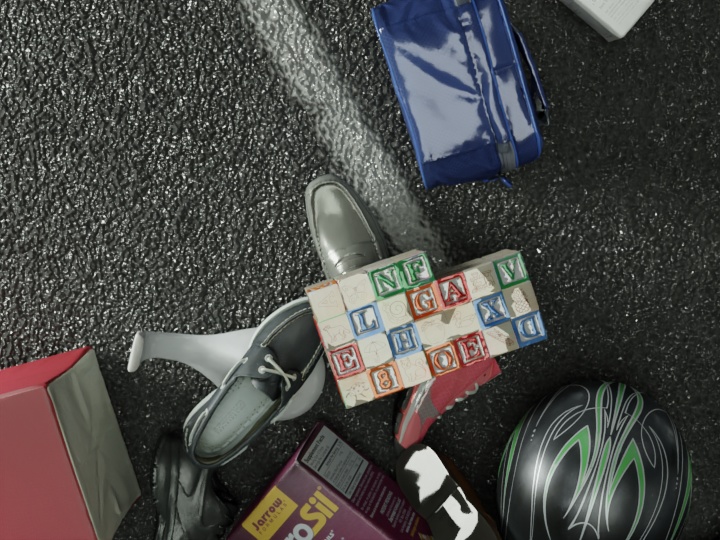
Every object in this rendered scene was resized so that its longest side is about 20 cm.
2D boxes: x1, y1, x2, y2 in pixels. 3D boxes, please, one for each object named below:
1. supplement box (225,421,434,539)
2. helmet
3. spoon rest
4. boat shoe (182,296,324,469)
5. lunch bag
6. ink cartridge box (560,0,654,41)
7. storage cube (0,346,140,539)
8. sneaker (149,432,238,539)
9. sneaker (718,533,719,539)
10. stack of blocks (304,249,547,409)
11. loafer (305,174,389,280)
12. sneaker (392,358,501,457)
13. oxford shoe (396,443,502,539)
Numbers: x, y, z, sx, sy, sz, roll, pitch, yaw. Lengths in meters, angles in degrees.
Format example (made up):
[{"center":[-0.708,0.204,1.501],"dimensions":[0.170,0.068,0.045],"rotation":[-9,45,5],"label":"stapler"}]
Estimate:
[{"center":[-0.012,0.272,1.145],"dimensions":[0.200,0.103,0.131],"rotation":[39,110,1],"label":"supplement box"},{"center":[0.223,0.204,1.101],"dimensions":[0.200,0.200,0.191],"rotation":[13,110,0],"label":"helmet"},{"center":[-0.133,0.095,1.169],"dimensions":[0.200,0.061,0.099],"rotation":[14,100,-13],"label":"spoon rest"},{"center":[-0.095,0.113,1.117],"dimensions":[0.076,0.060,0.200],"rotation":[36,95,-16],"label":"boat shoe"},{"center":[0.101,-0.170,1.072],"dimensions":[0.132,0.136,0.200],"rotation":[-18,98,5],"label":"lunch bag"},{"center":[0.201,-0.323,1.080],"dimensions":[0.200,0.067,0.117],"rotation":[39,99,-5],"label":"ink cartridge box"},{"center":[-0.341,0.191,1.126],"dimensions":[0.180,0.171,0.200],"rotation":[-15,97,4],"label":"storage cube"},{"center":[-0.172,0.267,1.184],"dimensions":[0.091,0.076,0.200],"rotation":[2,103,-8],"label":"sneaker"},{"center":[0.403,0.264,1.159],"dimensions":[0.199,0.076,0.114],"rotation":[-6,97,0],"label":"sneaker"},{"center":[0.060,0.039,1.079],"dimensions":[0.200,0.059,0.115],"rotation":[-18,95,-4],"label":"stack of blocks"},{"center":[0.000,0.000,1.135],"dimensions":[0.070,0.070,0.200],"rotation":[-25,97,6],"label":"loafer"},{"center":[0.093,0.104,1.146],"dimensions":[0.087,0.074,0.200],"rotation":[22,99,-3],"label":"sneaker"},{"center":[0.108,0.254,1.100],"dimensions":[0.071,0.071,0.200],"rotation":[-40,53,20],"label":"oxford shoe"}]
